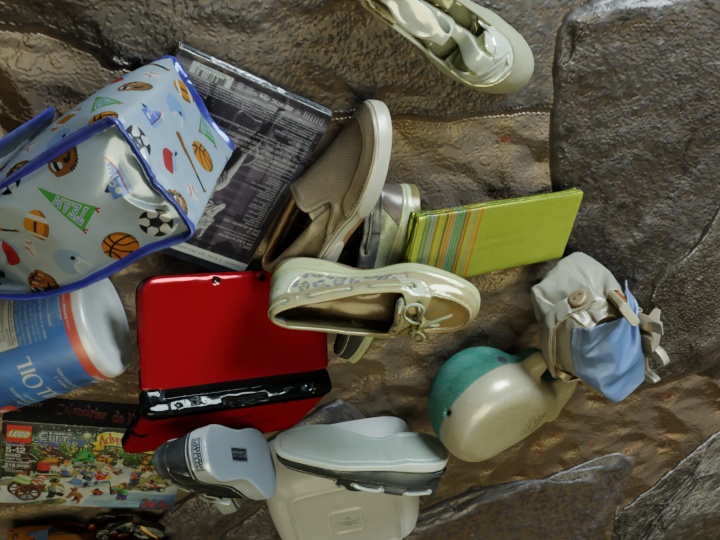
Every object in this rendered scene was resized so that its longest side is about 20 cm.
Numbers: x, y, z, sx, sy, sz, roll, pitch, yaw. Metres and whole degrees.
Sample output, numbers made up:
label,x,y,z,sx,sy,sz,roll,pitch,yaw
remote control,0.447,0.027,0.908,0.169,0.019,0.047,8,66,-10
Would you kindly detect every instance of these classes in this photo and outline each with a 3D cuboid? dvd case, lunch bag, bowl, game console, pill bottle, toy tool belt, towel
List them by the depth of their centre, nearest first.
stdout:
label,x,y,z,sx,sy,sz,roll,pitch,yaw
lunch bag,-0.221,-0.067,0.678,0.198,0.171,0.124,-25,113,18
dvd case,-0.135,-0.091,0.786,0.147,0.016,0.201,20,121,-24
pill bottle,-0.331,0.075,0.817,0.198,0.113,0.113,-18,129,4
towel,0.128,-0.033,0.843,0.198,0.018,0.087,-10,132,-26
game console,-0.140,0.093,0.878,0.198,0.120,0.173,-3,152,-30
toy tool belt,0.263,0.082,0.910,0.125,0.123,0.201,-41,128,-12
bowl,-0.021,0.282,1.066,0.197,0.075,0.201,-10,128,-1

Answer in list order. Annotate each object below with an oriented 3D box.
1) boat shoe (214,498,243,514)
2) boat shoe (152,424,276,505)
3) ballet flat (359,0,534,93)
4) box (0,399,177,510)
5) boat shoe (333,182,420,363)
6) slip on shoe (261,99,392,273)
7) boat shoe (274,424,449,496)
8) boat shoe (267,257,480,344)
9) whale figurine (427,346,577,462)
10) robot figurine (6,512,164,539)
label,x,y,z,sx,sy,sz,roll,pitch,yaw
boat shoe,-0.153,0.201,0.979,0.061,0.072,0.202,-14,128,-9
boat shoe,-0.143,0.200,0.867,0.067,0.074,0.199,-14,164,12
ballet flat,0.075,-0.195,0.712,0.199,0.070,0.070,27,119,-28
box,-0.302,0.211,0.977,0.198,0.038,0.138,7,126,-16
boat shoe,0.000,0.000,0.853,0.065,0.072,0.202,13,119,-13
slip on shoe,-0.034,-0.069,0.787,0.060,0.077,0.201,7,134,-28
boat shoe,0.000,0.219,0.960,0.197,0.076,0.061,8,117,-6
boat shoe,0.013,0.036,0.792,0.197,0.063,0.074,4,128,-2
whale figurine,0.161,0.141,0.990,0.198,0.104,0.160,-4,130,-40
robot figurine,-0.337,0.366,1.079,0.197,0.059,0.146,2,128,-12
